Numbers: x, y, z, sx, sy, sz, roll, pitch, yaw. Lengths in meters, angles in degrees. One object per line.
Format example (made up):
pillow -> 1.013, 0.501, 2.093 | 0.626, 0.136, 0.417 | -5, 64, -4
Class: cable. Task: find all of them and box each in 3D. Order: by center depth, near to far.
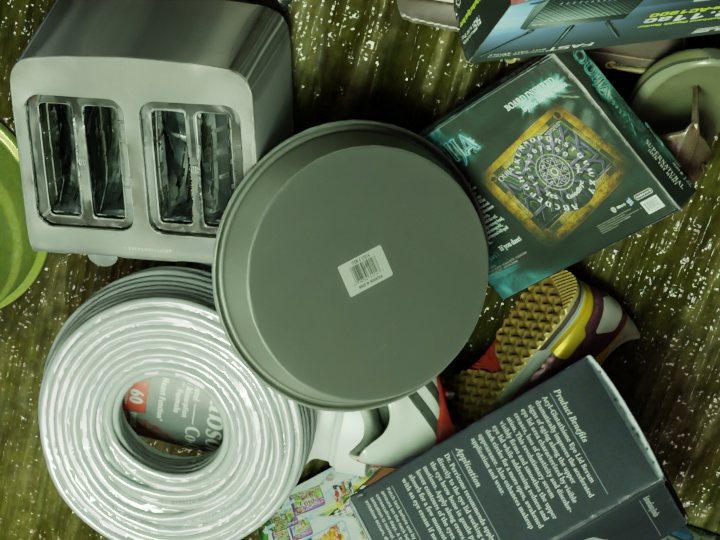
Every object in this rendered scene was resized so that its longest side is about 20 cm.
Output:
cable -> -0.132, 0.101, 1.590 | 0.199, 0.069, 0.200 | -27, 102, 17

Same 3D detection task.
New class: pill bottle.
pill bottle -> -0.082, 0.083, 1.674 | 0.199, 0.116, 0.116 | 13, 122, 5

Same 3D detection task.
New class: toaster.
toaster -> -0.138, -0.101, 1.577 | 0.180, 0.119, 0.201 | 4, 121, 10

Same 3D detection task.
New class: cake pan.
cake pan -> 0.000, 0.000, 1.526 | 0.199, 0.037, 0.201 | -3, 99, -18

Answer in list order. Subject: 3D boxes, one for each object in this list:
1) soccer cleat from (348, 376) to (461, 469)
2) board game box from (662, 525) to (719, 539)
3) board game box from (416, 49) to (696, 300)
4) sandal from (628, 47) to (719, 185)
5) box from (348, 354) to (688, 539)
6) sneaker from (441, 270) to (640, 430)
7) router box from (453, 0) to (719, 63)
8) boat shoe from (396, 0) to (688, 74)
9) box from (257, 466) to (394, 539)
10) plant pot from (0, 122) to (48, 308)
soccer cleat -> 0.015, 0.043, 1.601 | 0.069, 0.085, 0.201 | -24, 72, 58
board game box -> 0.167, 0.226, 1.734 | 0.199, 0.062, 0.201 | 18, 123, 2
board game box -> 0.119, -0.066, 1.536 | 0.135, 0.028, 0.200 | 50, 143, -8
sandal -> 0.205, -0.076, 1.525 | 0.079, 0.058, 0.201 | 7, 139, -25
box -> 0.114, 0.167, 1.577 | 0.199, 0.148, 0.105 | -31, 67, 2
sneaker -> 0.118, 0.096, 1.642 | 0.090, 0.075, 0.200 | 31, 110, -29
router box -> 0.167, -0.186, 1.384 | 0.199, 0.150, 0.062 | -7, 80, -11
boat shoe -> 0.119, -0.166, 1.508 | 0.199, 0.072, 0.060 | 4, 118, 4
box -> 0.020, 0.207, 1.724 | 0.200, 0.039, 0.137 | -30, 67, 27
plant pot -> -0.346, -0.006, 1.642 | 0.199, 0.184, 0.201 | 6, 121, 9
